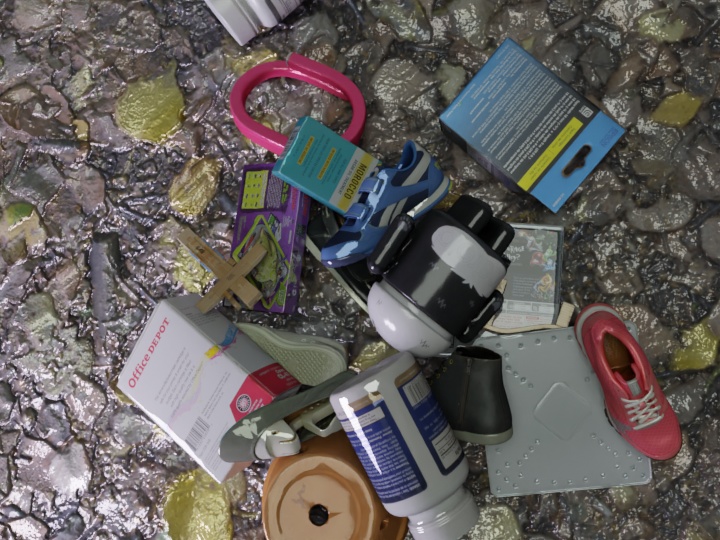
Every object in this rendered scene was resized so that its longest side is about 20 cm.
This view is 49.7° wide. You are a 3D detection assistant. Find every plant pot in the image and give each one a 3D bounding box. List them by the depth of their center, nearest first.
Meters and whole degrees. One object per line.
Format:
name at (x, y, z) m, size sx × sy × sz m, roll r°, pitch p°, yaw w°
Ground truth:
plant pot at (-0.038, 0.292, 0.955) m, size 0.196 × 0.140 × 0.204 m, roll -1°, pitch 82°, yaw 9°

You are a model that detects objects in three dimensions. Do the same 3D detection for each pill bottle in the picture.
pill bottle at (0.055, 0.205, 0.886) m, size 0.110 × 0.111 × 0.202 m, roll -28°, pitch 89°, yaw 4°
pill bottle at (-0.123, -0.418, 1.089) m, size 0.199 × 0.114 × 0.114 m, roll -40°, pitch 78°, yaw 1°

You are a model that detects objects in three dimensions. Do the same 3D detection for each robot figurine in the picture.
robot figurine at (0.095, 0.008, 0.935) m, size 0.150 × 0.125 × 0.201 m, roll 38°, pitch 93°, yaw 16°

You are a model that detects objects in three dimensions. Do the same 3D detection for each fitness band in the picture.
fitness band at (-0.085, -0.224, 1.070) m, size 0.198 × 0.038 × 0.145 m, roll 26°, pitch 67°, yaw 15°

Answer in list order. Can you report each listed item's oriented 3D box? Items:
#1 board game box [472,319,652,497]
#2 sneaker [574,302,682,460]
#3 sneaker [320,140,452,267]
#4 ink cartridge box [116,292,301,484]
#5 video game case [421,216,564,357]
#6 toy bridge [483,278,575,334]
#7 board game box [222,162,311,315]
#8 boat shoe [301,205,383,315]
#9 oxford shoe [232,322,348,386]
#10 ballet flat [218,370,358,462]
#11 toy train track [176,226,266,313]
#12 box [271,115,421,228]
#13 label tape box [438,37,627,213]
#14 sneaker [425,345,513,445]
board game box at (0.248, 0.170, 0.961) m, size 0.196 × 0.026 × 0.204 m, roll -7°, pitch 96°, yaw 8°
sneaker at (0.308, 0.138, 0.893) m, size 0.073 × 0.087 × 0.202 m, roll -29°, pitch 92°, yaw 10°
sneaker at (0.020, -0.081, 0.959) m, size 0.199 × 0.074 × 0.083 m, roll -41°, pitch 112°, yaw -17°
ink cartridge box at (-0.197, 0.148, 1.008) m, size 0.199 × 0.085 × 0.149 m, roll 39°, pitch 108°, yaw 16°
video game case at (0.162, 0.027, 1.023) m, size 0.196 × 0.023 × 0.186 m, roll 4°, pitch 83°, yaw 11°
toy bridge at (0.169, 0.042, 0.993) m, size 0.197 × 0.027 × 0.068 m, roll 20°, pitch 87°, yaw 11°
board game box at (-0.125, -0.045, 1.051) m, size 0.119 × 0.032 × 0.204 m, roll 2°, pitch 81°, yaw 42°
boat shoe at (0.000, 0.000, 1.027) m, size 0.067 × 0.072 × 0.201 m, roll -41°, pitch 75°, yaw 5°
oxford shoe at (-0.100, 0.111, 1.038) m, size 0.197 × 0.058 × 0.077 m, roll 8°, pitch 107°, yaw 24°
ballet flat at (-0.073, 0.183, 0.929) m, size 0.198 × 0.068 × 0.064 m, roll -25°, pitch 38°, yaw -21°
toy train track at (-0.188, -0.001, 1.047) m, size 0.115 × 0.033 × 0.199 m, roll -45°, pitch 48°, yaw -10°
box at (-0.010, -0.112, 1.009) m, size 0.198 × 0.049 × 0.083 m, roll 29°, pitch 88°, yaw -19°
label tape box at (0.222, -0.184, 1.023) m, size 0.200 × 0.063 × 0.145 m, roll 42°, pitch 89°, yaw 12°
sneaker at (0.093, 0.144, 0.959) m, size 0.197 × 0.074 × 0.108 m, roll 0°, pitch 101°, yaw 32°
